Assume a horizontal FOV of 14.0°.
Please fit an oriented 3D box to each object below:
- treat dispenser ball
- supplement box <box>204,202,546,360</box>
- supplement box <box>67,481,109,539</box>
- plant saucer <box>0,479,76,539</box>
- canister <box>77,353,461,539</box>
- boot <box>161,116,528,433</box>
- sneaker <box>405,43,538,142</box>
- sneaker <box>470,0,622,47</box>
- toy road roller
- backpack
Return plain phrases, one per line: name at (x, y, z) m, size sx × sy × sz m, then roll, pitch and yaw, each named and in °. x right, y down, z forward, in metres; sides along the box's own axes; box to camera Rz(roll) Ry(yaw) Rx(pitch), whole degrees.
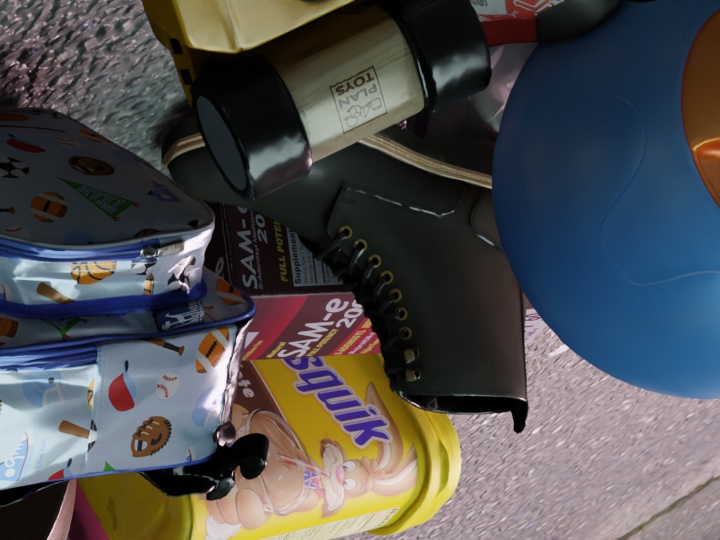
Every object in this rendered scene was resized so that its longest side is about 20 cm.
treat dispenser ball at (0.160, -0.042, 1.354) m, size 0.200 × 0.201 × 0.201 m, roll -28°, pitch 159°, yaw -12°
supplement box at (0.011, 0.001, 1.539) m, size 0.199 × 0.061 × 0.109 m, roll -2°, pitch 161°, yaw -18°
supplement box at (-0.226, 0.176, 1.630) m, size 0.200 × 0.103 × 0.131 m, roll -39°, pitch 157°, yaw 13°
plant saucer at (-0.211, 0.143, 1.463) m, size 0.200 × 0.201 × 0.037 m, roll -37°, pitch 125°, yaw 10°
canister at (-0.060, 0.088, 1.617) m, size 0.199 × 0.149 × 0.087 m, roll -9°, pitch 149°, yaw -43°
boot at (0.000, 0.000, 1.436) m, size 0.199 × 0.139 × 0.077 m, roll 7°, pitch 162°, yaw -16°
sneaker at (0.085, -0.104, 1.468) m, size 0.099 × 0.075 × 0.200 m, roll 10°, pitch 156°, yaw -7°
sneaker at (0.020, -0.145, 1.345) m, size 0.201 × 0.108 × 0.067 m, roll -12°, pitch -140°, yaw 43°
toy road roller at (-0.043, -0.139, 1.224) m, size 0.122 × 0.146 × 0.201 m, roll -26°, pitch 121°, yaw -15°
backpack at (-0.161, 0.020, 1.275) m, size 0.190 × 0.199 × 0.155 m, roll -18°, pitch 122°, yaw -38°
